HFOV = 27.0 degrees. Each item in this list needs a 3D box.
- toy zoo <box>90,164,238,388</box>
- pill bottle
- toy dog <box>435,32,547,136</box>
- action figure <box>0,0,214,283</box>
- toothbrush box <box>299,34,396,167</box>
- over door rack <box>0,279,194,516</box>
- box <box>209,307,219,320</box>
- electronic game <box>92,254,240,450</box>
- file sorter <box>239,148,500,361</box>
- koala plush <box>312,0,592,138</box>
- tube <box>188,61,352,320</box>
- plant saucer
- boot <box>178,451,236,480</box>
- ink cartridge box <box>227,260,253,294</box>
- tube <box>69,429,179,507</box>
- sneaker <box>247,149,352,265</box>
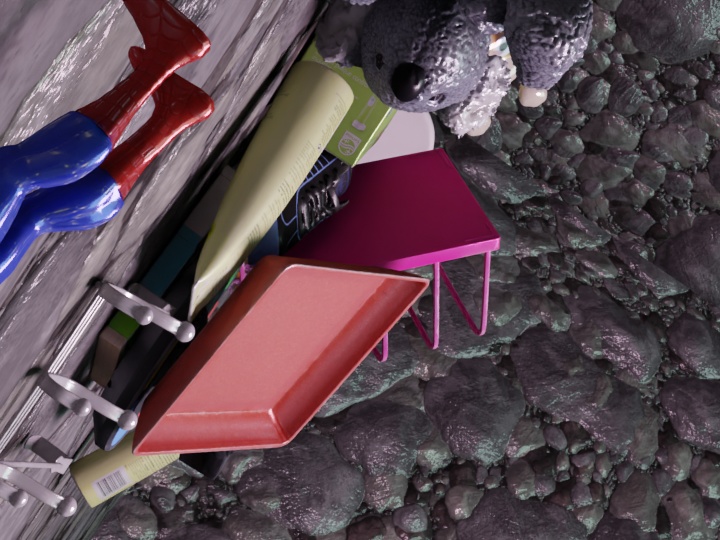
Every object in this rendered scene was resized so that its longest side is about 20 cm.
[{"bbox_3d":[-0.145,-0.004,1.185,0.200,0.020,0.131,-56,-179,-23],"label":"toy zoo"},{"bbox_3d":[0.009,-0.150,1.605,0.113,0.113,0.200,-56,-167,5],"label":"pill bottle"},{"bbox_3d":[0.108,-0.226,1.381,0.139,0.195,0.200,-13,-166,2],"label":"toy dog"},{"bbox_3d":[-0.122,0.001,0.421,0.200,0.052,0.065,-51,174,-21],"label":"action figure"},{"bbox_3d":[0.023,-0.198,1.223,0.200,0.086,0.146,-55,-179,17],"label":"toothbrush box"},{"bbox_3d":[-0.172,0.081,0.988,0.148,0.066,0.200,-55,-179,-2],"label":"over door rack"},{"bbox_3d":[-0.176,0.087,1.485,0.069,0.082,0.200,-54,180,14],"label":"box"},{"bbox_3d":[-0.149,0.058,1.190,0.200,0.042,0.200,-56,180,1],"label":"electronic game"},{"bbox_3d":[0.000,0.000,1.290,0.139,0.199,0.126,-118,-159,-49],"label":"file sorter"},{"bbox_3d":[0.062,-0.186,1.064,0.200,0.177,0.184,119,-7,-51],"label":"koala plush"},{"bbox_3d":[-0.073,-0.059,1.072,0.052,0.058,0.201,11,-116,40],"label":"tube"},{"bbox_3d":[-0.065,0.060,1.154,0.200,0.037,0.200,-49,153,20],"label":"plant saucer"},{"bbox_3d":[-0.100,0.092,1.467,0.200,0.065,0.166,-36,141,-58],"label":"boot"},{"bbox_3d":[-0.084,-0.025,1.448,0.109,0.050,0.200,-52,-176,32],"label":"ink cartridge box"},{"bbox_3d":[-0.202,0.175,1.549,0.199,0.052,0.058,-28,-167,-7],"label":"tube"},{"bbox_3d":[-0.048,-0.065,1.200,0.200,0.077,0.070,-83,175,-60],"label":"sneaker"}]
